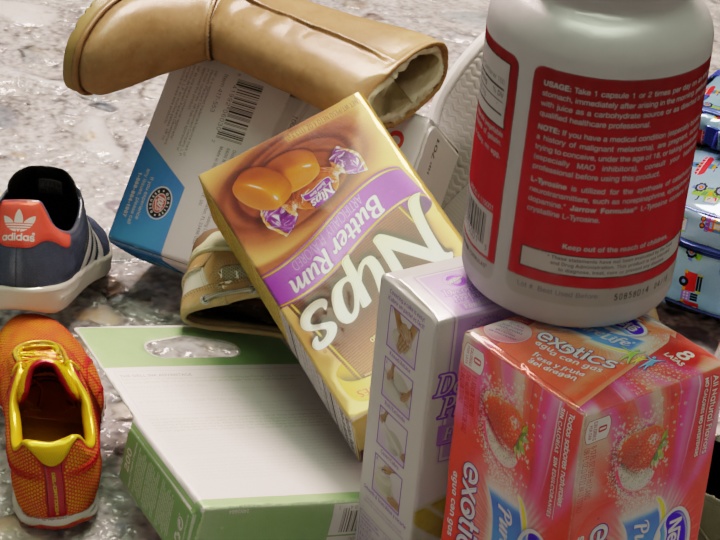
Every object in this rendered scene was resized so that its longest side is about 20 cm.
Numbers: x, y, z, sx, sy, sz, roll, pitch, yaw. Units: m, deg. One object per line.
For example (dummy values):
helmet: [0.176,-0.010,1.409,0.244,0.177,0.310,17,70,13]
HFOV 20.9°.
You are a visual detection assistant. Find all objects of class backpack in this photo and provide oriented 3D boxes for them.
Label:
backpack: [0.285,-0.046,1.420,0.181,0.136,0.200,21,34,26]

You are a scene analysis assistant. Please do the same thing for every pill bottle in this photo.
pill bottle: [0.113,-0.083,0.969,0.111,0.202,0.113,4,30,-2]

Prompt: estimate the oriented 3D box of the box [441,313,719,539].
box: [0.110,0.126,1.009,0.102,0.202,0.094,-15,33,-34]

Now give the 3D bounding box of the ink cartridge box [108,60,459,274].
ink cartridge box: [-0.052,-0.052,1.344,0.198,0.148,0.086,18,-7,19]

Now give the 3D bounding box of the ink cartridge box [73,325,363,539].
ink cartridge box: [-0.075,0.100,1.159,0.144,0.048,0.200,1,26,-32]

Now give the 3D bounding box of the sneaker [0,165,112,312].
sneaker: [-0.209,-0.034,1.330,0.074,0.085,0.200,1,13,-2]

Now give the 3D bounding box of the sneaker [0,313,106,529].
sneaker: [-0.185,0.073,1.183,0.072,0.078,0.200,-5,29,-15]

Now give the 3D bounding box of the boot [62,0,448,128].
boot: [-0.070,-0.140,1.284,0.199,0.067,0.175,26,48,27]

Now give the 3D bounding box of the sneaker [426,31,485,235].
sneaker: [0.069,-0.104,1.425,0.073,0.202,0.118,21,19,-14]

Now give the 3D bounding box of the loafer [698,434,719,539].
loafer: [0.222,0.133,1.127,0.075,0.070,0.199,27,22,33]

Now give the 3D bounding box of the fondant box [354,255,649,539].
fondant box: [0.077,0.086,1.076,0.143,0.202,0.058,-13,33,-28]

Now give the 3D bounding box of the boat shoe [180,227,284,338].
boat shoe: [-0.015,0.024,1.220,0.198,0.072,0.077,2,44,11]

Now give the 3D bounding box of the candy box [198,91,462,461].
candy box: [0.000,0.000,1.166,0.116,0.057,0.201,-28,61,-10]

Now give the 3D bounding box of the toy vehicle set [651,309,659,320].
toy vehicle set: [0.160,-0.032,1.380,0.026,0.125,0.200,-22,32,0]

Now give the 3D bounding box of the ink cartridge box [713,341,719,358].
ink cartridge box: [0.344,0.072,1.221,0.198,0.084,0.144,8,25,-28]
